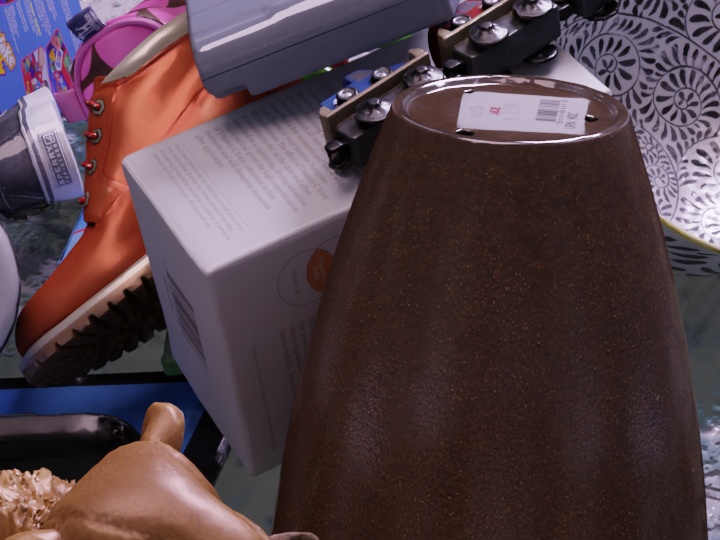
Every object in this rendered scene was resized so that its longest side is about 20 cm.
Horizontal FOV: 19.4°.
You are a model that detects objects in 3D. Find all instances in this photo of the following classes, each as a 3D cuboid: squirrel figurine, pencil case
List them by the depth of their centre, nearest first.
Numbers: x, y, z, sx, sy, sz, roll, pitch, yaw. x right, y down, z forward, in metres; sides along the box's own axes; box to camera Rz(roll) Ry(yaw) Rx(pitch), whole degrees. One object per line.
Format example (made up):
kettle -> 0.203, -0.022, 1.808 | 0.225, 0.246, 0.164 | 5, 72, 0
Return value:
squirrel figurine -> -0.091, 0.144, 0.781 | 0.199, 0.188, 0.141 | 14, 42, 36
pencil case -> -0.109, -0.139, 1.283 | 0.093, 0.091, 0.200 | -25, 10, 23

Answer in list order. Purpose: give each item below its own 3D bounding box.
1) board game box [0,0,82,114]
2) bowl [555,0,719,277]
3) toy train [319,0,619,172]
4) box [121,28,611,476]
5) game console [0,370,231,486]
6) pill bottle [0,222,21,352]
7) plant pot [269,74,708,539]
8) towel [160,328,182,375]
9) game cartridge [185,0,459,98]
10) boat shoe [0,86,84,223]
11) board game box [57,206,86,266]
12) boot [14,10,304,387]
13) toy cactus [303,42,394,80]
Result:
board game box -> -0.233, -0.182, 1.316 | 0.044, 0.201, 0.135 | -1, 34, 20
bowl -> 0.151, -0.069, 1.073 | 0.094, 0.201, 0.201 | -45, 3, 47
toy train -> 0.054, -0.101, 0.919 | 0.199, 0.034, 0.046 | -35, 43, -27
box -> 0.010, -0.018, 0.954 | 0.199, 0.125, 0.098 | -24, 43, -16
game console -> -0.170, 0.067, 1.001 | 0.198, 0.176, 0.117 | -4, 62, 15
pill bottle -> -0.223, 0.007, 1.049 | 0.105, 0.107, 0.200 | -19, 3, -9
plant pot -> 0.056, 0.031, 0.846 | 0.185, 0.202, 0.187 | 2, 21, -1
towel -> 0.000, 0.000, 1.086 | 0.198, 0.031, 0.149 | -10, 19, 5
game cartridge -> -0.018, -0.146, 0.990 | 0.132, 0.041, 0.200 | -18, 26, 1
boat shoe -> -0.195, -0.058, 1.189 | 0.067, 0.072, 0.200 | -19, 9, -6
board game box -> -0.076, -0.039, 1.154 | 0.150, 0.037, 0.200 | -12, 20, 5
boot -> -0.111, -0.037, 1.029 | 0.107, 0.075, 0.200 | 41, 80, 13
toy cactus -> 0.052, -0.096, 1.138 | 0.198, 0.103, 0.165 | 17, 22, -22
